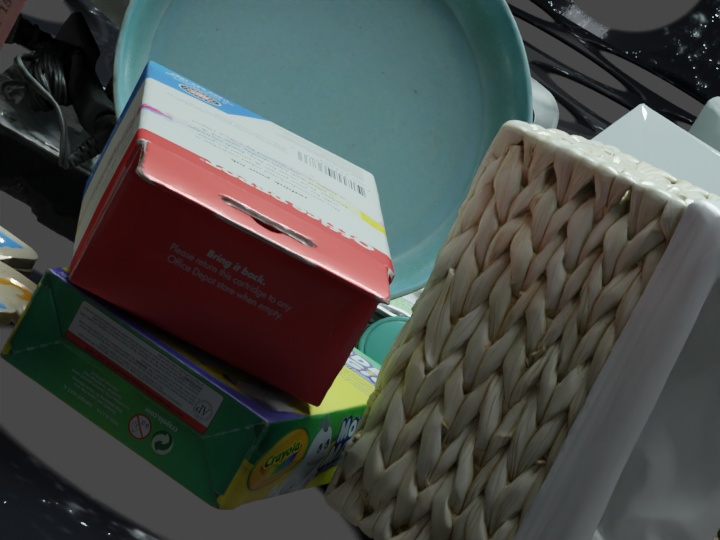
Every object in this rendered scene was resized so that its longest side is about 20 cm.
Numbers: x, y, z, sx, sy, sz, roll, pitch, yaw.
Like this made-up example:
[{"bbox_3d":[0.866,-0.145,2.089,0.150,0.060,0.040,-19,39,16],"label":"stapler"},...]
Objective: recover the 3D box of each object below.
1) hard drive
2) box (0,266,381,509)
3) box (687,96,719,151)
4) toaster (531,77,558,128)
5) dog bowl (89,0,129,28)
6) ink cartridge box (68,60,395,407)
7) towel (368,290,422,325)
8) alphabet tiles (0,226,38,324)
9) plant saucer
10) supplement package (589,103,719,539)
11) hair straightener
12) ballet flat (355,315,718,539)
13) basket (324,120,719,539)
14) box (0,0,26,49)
[{"bbox_3d":[-0.129,-0.052,1.462,0.140,0.038,0.200,30,11,-2],"label":"hard drive"},{"bbox_3d":[-0.053,0.044,1.229,0.117,0.048,0.200,34,11,16],"label":"box"},{"bbox_3d":[0.267,0.030,1.749,0.200,0.171,0.199,27,12,-13],"label":"box"},{"bbox_3d":[0.001,-0.112,1.820,0.181,0.119,0.200,21,15,-41],"label":"toaster"},{"bbox_3d":[-0.118,-0.181,1.456,0.200,0.079,0.200,43,-4,4],"label":"dog bowl"},{"bbox_3d":[-0.053,-0.014,1.193,0.116,0.067,0.200,27,13,-9],"label":"ink cartridge box"},{"bbox_3d":[0.000,0.000,1.573,0.149,0.031,0.200,30,12,-7],"label":"towel"},{"bbox_3d":[-0.220,-0.027,1.194,0.196,0.015,0.200,33,12,24],"label":"alphabet tiles"},{"bbox_3d":[-0.019,-0.081,1.358,0.200,0.200,0.027,28,-15,-11],"label":"plant saucer"},{"bbox_3d":[0.156,0.041,1.400,0.156,0.111,0.200,-35,55,-28],"label":"supplement package"},{"bbox_3d":[-0.147,-0.090,1.414,0.077,0.041,0.200,28,17,-11],"label":"hair straightener"},{"bbox_3d":[0.076,0.095,1.331,0.200,0.071,0.065,38,-14,20],"label":"ballet flat"},{"bbox_3d":[0.091,0.048,1.211,0.123,0.200,0.136,30,10,28],"label":"basket"},{"bbox_3d":[-0.261,-0.148,1.313,0.200,0.128,0.109,19,16,-42],"label":"box"}]
